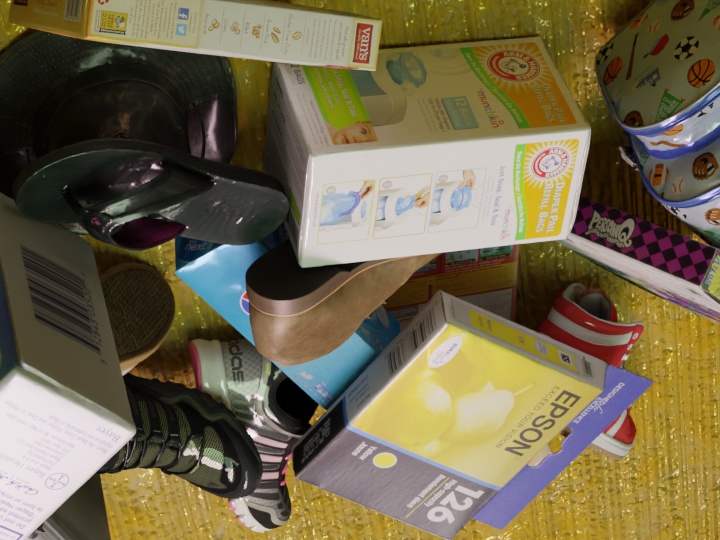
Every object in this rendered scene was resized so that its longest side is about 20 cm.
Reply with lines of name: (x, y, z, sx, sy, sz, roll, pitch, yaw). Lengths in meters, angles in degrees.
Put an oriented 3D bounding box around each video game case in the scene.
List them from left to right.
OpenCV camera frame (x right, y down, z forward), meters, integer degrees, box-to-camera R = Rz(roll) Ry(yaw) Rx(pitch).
video game case: (0.050, 0.005, 1.852, 0.143, 0.017, 0.200, -10, 135, -10)
video game case: (0.232, 0.002, 1.783, 0.181, 0.200, 0.036, 29, 88, -42)

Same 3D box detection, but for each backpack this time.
backpack: (0.264, -0.114, 1.692, 0.154, 0.191, 0.200, 28, 119, -37)

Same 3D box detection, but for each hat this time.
hat: (-0.165, -0.078, 1.656, 0.200, 0.081, 0.201, -9, 134, -9)

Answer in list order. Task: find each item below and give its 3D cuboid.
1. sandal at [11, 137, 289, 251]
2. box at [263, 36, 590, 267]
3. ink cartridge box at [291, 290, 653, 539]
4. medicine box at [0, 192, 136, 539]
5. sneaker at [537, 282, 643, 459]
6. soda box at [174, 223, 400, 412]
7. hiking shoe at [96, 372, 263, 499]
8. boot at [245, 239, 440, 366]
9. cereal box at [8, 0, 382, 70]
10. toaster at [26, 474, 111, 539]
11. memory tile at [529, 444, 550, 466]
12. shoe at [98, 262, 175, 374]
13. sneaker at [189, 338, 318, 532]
sandal: (-0.130, -0.043, 1.612, 0.200, 0.048, 0.075, 6, 135, -33)
box: (0.044, -0.084, 1.699, 0.200, 0.113, 0.102, -6, 133, -15)
ink cartridge box: (0.084, 0.120, 1.821, 0.200, 0.047, 0.198, 25, 127, -24)
medicine box: (-0.257, 0.083, 1.583, 0.200, 0.182, 0.103, -43, 130, 20)
sneaker: (0.187, 0.078, 1.930, 0.113, 0.071, 0.200, -59, 150, 3)
soda box: (-0.050, 0.021, 1.784, 0.068, 0.064, 0.200, -29, 131, 21)
hiking shoe: (-0.167, 0.123, 1.788, 0.200, 0.101, 0.076, 31, 131, -6)
boot: (0.000, 0.000, 1.731, 0.200, 0.074, 0.076, -28, 137, -31)
cereal box: (-0.105, -0.158, 1.554, 0.200, 0.144, 0.040, 5, 96, -27)
toaster: (-0.283, 0.192, 1.789, 0.181, 0.200, 0.119, -33, 129, 12)
memory tile: (0.072, 0.124, 1.958, 0.153, 0.017, 0.200, -19, 141, -1)
shoe: (-0.199, 0.057, 1.725, 0.053, 0.200, 0.070, -28, 102, 39)
sneaker: (-0.069, 0.124, 1.884, 0.087, 0.074, 0.200, -13, 130, 2)
